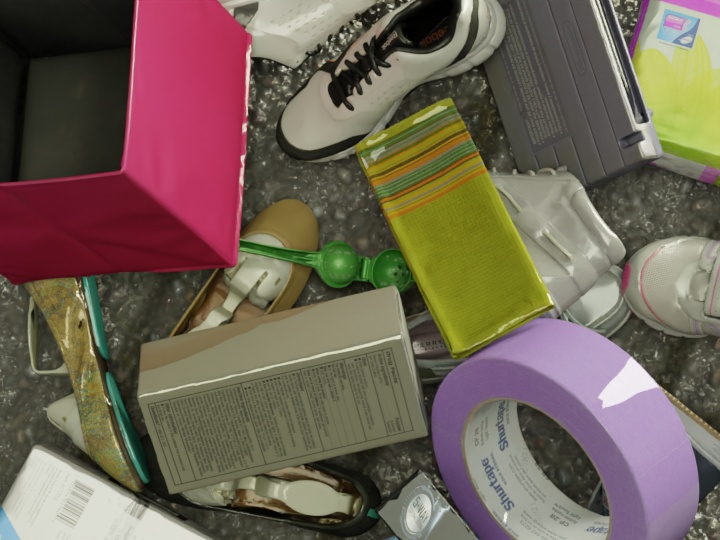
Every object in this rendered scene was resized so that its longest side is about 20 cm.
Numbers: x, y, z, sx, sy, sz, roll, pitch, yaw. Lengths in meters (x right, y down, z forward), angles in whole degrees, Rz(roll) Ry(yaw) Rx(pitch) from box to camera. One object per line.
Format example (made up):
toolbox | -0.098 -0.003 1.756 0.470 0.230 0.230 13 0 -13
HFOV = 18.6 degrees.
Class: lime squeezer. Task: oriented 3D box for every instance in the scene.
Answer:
lime squeezer | 0.000 0.000 1.684 0.199 0.071 0.038 9 101 3

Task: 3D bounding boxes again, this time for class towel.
towel | 0.067 -0.034 1.628 0.086 0.018 0.201 -30 59 9

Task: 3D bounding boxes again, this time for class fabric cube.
fabric cube | -0.210 -0.117 1.599 0.199 0.199 0.197 -5 71 19

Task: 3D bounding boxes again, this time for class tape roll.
tape roll | 0.146 0.138 1.598 0.066 0.200 0.200 -32 84 -37

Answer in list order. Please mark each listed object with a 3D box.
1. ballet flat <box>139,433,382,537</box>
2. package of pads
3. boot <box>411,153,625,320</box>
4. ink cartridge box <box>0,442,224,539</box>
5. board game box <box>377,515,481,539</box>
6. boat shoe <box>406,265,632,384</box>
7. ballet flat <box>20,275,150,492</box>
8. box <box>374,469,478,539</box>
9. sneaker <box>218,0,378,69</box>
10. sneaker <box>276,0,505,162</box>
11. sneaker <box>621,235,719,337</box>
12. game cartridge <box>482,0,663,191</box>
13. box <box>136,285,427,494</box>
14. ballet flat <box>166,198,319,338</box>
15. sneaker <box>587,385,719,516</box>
ballet flat | -0.080 0.157 1.678 0.199 0.068 0.068 11 86 2
package of pads | 0.301 -0.138 1.703 0.199 0.068 0.155 17 84 3
boot | 0.118 -0.050 1.669 0.095 0.074 0.200 -36 57 -4
ink cartridge box | -0.183 0.228 1.672 0.199 0.068 0.116 28 88 4
board game box | 0.063 0.296 1.680 0.134 0.034 0.201 -15 84 -1
boat shoe | 0.114 0.041 1.689 0.201 0.065 0.075 -12 84 0
ballet flat | -0.216 0.082 1.687 0.070 0.071 0.201 -17 76 -1
box | 0.077 0.216 1.570 0.043 0.200 0.160 -40 85 -2
sneaker | -0.036 -0.204 1.720 0.199 0.074 0.080 -14 96 4
sneaker | 0.012 -0.157 1.680 0.200 0.080 0.074 -36 72 12
sneaker | 0.299 0.015 1.670 0.199 0.088 0.082 7 85 -5
game cartridge | 0.151 -0.159 1.684 0.038 0.129 0.201 -12 82 -38
box | -0.057 0.087 1.616 0.199 0.078 0.095 -12 118 3
ballet flat | -0.097 0.030 1.694 0.068 0.063 0.200 33 85 6
sneaker | 0.190 0.129 1.647 0.200 0.070 0.109 37 90 -28
